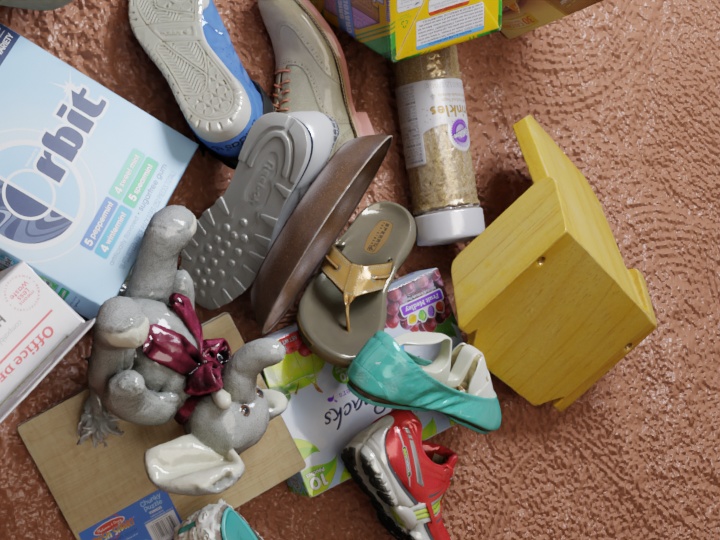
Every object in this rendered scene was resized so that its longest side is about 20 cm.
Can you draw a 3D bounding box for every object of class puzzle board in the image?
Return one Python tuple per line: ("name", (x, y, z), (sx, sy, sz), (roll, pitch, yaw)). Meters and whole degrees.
("puzzle board", (-0.165, 0.148, 1.097), (0.199, 0.017, 0.152), (-28, 99, -11))

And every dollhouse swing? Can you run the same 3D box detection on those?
("dollhouse swing", (0.164, -0.011, 1.249), (0.182, 0.176, 0.200), (-43, 136, 10))

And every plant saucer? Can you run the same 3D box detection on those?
("plant saucer", (-0.039, -0.037, 1.109), (0.032, 0.200, 0.201), (32, 71, 3))

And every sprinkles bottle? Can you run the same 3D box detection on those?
("sprinkles bottle", (0.071, -0.126, 1.233), (0.068, 0.068, 0.202), (-8, 88, -26))

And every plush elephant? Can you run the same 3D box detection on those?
("plush elephant", (-0.129, 0.084, 1.015), (0.153, 0.165, 0.201), (21, 120, -3))

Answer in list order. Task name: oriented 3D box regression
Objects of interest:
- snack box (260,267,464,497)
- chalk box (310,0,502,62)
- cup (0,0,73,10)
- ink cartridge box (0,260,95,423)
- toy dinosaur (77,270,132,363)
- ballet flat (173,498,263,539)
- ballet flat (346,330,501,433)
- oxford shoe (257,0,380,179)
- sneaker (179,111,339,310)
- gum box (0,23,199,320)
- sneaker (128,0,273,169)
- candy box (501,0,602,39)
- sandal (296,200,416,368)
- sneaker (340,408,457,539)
("snack box", (0.005, 0.100, 1.188), (0.199, 0.053, 0.144), (-23, 97, -26))
("chalk box", (0.023, -0.290, 1.175), (0.123, 0.200, 0.125), (-21, 128, -24))
("cup", (-0.274, -0.289, 1.027), (0.143, 0.199, 0.202), (42, 66, -48))
("ink cartridge box", (-0.279, 0.059, 0.969), (0.068, 0.200, 0.115), (47, 68, -15))
("toy dinosaur", (-0.205, 0.035, 1.096), (0.088, 0.047, 0.201), (-42, 107, -30))
("ballet flat", (-0.093, 0.268, 1.116), (0.072, 0.071, 0.201), (-49, 125, -21))
("ballet flat", (0.072, 0.093, 1.123), (0.199, 0.067, 0.071), (20, 105, -46))
("oxford shoe", (-0.051, -0.165, 1.175), (0.073, 0.071, 0.202), (-29, 98, -22))
("sneaker", (-0.083, -0.048, 1.113), (0.076, 0.201, 0.080), (42, 25, 12))
("gum box", (-0.255, -0.081, 1.051), (0.199, 0.045, 0.171), (31, 63, -12))
("sneaker", (-0.136, -0.176, 1.139), (0.076, 0.111, 0.201), (-29, 64, 1))
("candy box", (0.166, -0.295, 1.221), (0.115, 0.200, 0.056), (40, 70, -18))
("sandal", (0.000, 0.000, 1.153), (0.080, 0.054, 0.201), (20, 50, 8))
("sneaker", (0.059, 0.199, 1.159), (0.085, 0.077, 0.201), (-42, 132, -17))
